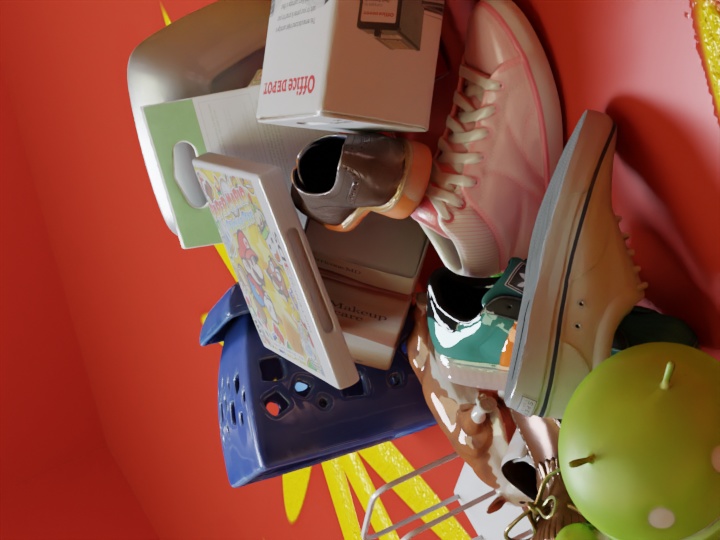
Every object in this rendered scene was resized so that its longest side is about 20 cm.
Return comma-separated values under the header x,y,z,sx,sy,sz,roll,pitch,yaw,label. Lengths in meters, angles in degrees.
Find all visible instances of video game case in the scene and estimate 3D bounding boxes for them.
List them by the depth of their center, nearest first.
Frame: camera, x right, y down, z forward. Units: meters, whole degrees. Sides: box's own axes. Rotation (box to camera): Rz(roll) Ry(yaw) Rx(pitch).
x,y,z,sx,sy,sz,roll,pitch,yaw,label
-0.074,-0.005,1.255,0.200,0.023,0.183,20,133,68,video game case

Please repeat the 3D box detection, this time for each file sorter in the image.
x,y,z,sx,sy,sz,roll,pitch,yaw,label
0.103,0.277,1.372,0.201,0.124,0.139,59,160,24,file sorter

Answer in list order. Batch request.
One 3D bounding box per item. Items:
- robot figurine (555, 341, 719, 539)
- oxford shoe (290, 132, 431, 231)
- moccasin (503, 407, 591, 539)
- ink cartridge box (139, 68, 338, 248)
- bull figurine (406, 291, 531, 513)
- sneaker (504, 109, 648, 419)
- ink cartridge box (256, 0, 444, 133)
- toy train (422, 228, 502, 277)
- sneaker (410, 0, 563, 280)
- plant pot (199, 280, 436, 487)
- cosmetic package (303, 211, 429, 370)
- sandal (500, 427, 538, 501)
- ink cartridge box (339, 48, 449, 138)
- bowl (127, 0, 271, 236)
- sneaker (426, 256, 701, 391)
x,y,z,sx,sy,sz,roll,pitch,yaw,label
0.187,0.113,0.876,0.116,0.176,0.200,45,-174,40,robot figurine
-0.019,-0.073,1.112,0.200,0.072,0.072,-10,67,67,oxford shoe
0.143,0.172,1.006,0.074,0.077,0.203,132,122,-64,moccasin
-0.077,-0.102,1.342,0.048,0.198,0.147,-68,-32,-60,ink cartridge box
0.096,0.108,1.288,0.201,0.065,0.122,55,155,32,bull figurine
0.142,0.000,0.952,0.073,0.070,0.202,116,168,-76,sneaker
-0.003,-0.198,1.056,0.146,0.083,0.202,-168,86,-69,ink cartridge box
0.113,0.005,1.134,0.200,0.056,0.042,54,147,36,toy train
0.080,-0.082,1.051,0.075,0.104,0.202,42,149,57,sneaker
-0.046,0.093,1.479,0.200,0.198,0.181,140,114,-71,plant pot
0.000,0.000,1.295,0.200,0.103,0.088,99,-172,-64,cosmetic package
0.128,0.152,1.091,0.079,0.059,0.208,79,-159,-56,sandal
0.002,-0.190,1.202,0.201,0.067,0.116,69,162,-4,ink cartridge box
-0.111,-0.142,1.418,0.074,0.199,0.202,10,122,39,bowl
0.125,0.035,1.008,0.199,0.071,0.080,0,120,37,sneaker
